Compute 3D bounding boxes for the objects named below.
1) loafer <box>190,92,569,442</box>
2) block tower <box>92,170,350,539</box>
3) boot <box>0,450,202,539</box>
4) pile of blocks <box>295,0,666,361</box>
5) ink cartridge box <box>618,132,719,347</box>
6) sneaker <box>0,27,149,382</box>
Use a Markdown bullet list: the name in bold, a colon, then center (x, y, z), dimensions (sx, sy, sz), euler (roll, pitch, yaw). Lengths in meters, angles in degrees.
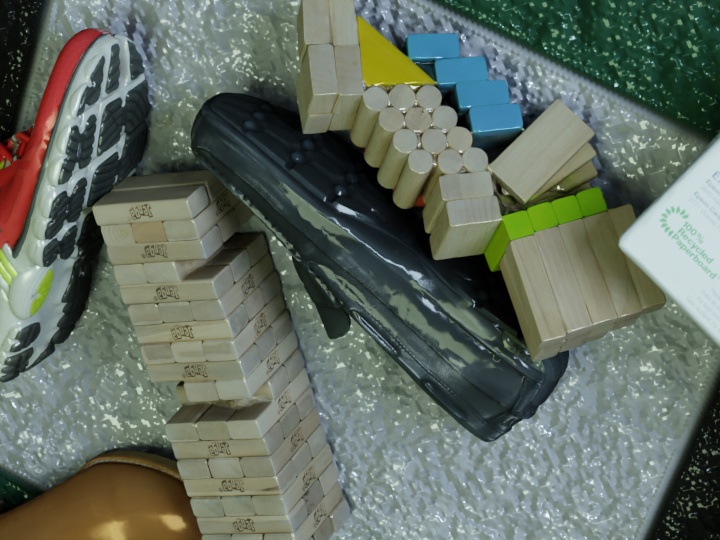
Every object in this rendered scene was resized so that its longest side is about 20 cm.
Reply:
- **loafer**: center (0.000, 0.000, 1.244), dimensions (0.200, 0.068, 0.070), euler (39, 117, 0)
- **block tower**: center (-0.062, 0.049, 1.311), dimensions (0.058, 0.054, 0.201), euler (-3, 114, 29)
- **boot**: center (-0.174, 0.157, 1.362), dimensions (0.199, 0.155, 0.077), euler (-5, 113, 29)
- **pile of blocks**: center (0.048, -0.043, 1.212), dimensions (0.200, 0.082, 0.062), euler (47, 162, 7)
- **ink cartridge box**: center (0.240, -0.013, 1.117), dimensions (0.200, 0.041, 0.200), euler (45, 106, -1)
- **sneaker**: center (-0.163, -0.036, 1.309), dimensions (0.085, 0.077, 0.200), euler (35, 125, 13)
